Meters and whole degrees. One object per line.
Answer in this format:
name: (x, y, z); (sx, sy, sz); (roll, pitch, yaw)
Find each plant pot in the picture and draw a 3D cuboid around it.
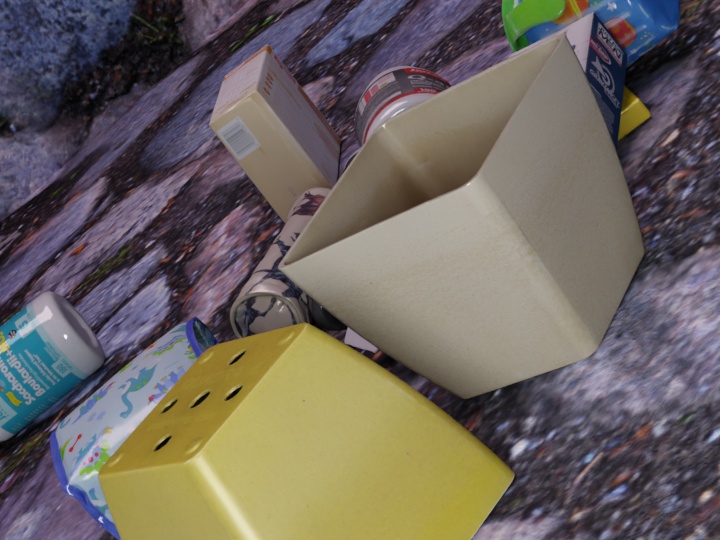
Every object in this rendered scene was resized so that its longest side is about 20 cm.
plant pot: (-0.056, 0.151, 1.266); (0.200, 0.177, 0.200); (-15, 29, 53)
plant pot: (0.097, -0.024, 1.393); (0.200, 0.177, 0.200); (-24, 23, 41)

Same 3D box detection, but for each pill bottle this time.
pill bottle: (-0.405, 0.124, 2.178); (0.200, 0.111, 0.111); (-39, 17, 3)
pill bottle: (0.054, -0.143, 1.899); (0.116, 0.116, 0.200); (-37, 17, 7)

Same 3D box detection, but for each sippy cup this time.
sippy cup: (0.224, -0.241, 1.754); (0.130, 0.140, 0.178); (-26, 21, 37)

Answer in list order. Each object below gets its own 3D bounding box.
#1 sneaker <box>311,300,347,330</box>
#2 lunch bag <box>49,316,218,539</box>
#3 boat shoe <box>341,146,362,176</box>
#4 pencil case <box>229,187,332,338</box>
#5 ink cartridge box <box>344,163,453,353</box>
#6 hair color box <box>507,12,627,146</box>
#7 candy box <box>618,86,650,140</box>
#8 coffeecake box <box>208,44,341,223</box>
sneaker: (-0.002, -0.003, 1.756); (0.104, 0.060, 0.200); (-13, 24, 49)
lunch bag: (-0.182, 0.135, 1.658); (0.170, 0.128, 0.200); (-39, 26, -1)
boat shoe: (0.037, -0.083, 1.725); (0.066, 0.070, 0.200); (-14, 16, -37)
pencil case: (-0.063, 0.005, 1.826); (0.200, 0.078, 0.090); (-63, -11, -51)
ink cartridge box: (0.056, -0.022, 1.566); (0.116, 0.068, 0.201); (-171, 99, -76)
hair color box: (0.172, -0.126, 1.631); (0.100, 0.061, 0.200); (-24, 36, 34)
candy box: (0.168, -0.101, 1.709); (0.200, 0.026, 0.102); (-37, 21, 6)
coffeecake box: (-0.097, -0.162, 2.196); (0.073, 0.154, 0.200); (-34, 17, 14)
